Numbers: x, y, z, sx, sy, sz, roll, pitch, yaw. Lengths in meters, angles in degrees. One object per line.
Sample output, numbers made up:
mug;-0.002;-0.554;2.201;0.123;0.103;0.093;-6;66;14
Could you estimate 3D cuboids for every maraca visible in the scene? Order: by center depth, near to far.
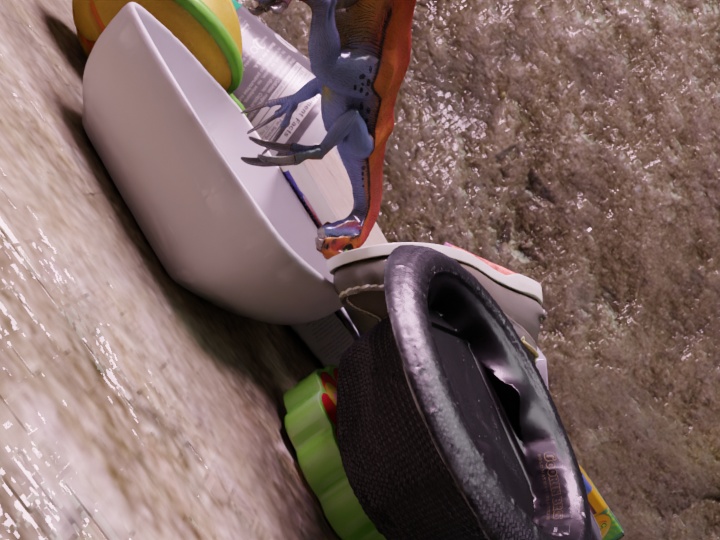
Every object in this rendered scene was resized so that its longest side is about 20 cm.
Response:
maraca;-0.147;-0.170;0.790;0.136;0.107;0.200;27;-17;12

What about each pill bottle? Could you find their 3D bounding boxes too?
pill bottle;-0.082;-0.152;0.981;0.200;0.113;0.113;38;8;-9

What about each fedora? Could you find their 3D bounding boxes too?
fedora;0.044;0.090;0.577;0.201;0.091;0.201;46;25;-29

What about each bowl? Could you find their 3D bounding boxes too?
bowl;-0.095;-0.051;0.670;0.200;0.074;0.200;57;4;18

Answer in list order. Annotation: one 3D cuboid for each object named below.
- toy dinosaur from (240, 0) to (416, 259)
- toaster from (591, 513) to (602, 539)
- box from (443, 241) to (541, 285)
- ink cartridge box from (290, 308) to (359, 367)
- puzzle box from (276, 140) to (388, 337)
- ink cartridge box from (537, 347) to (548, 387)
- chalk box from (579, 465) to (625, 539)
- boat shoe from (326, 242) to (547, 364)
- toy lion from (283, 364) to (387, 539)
toy dinosaur;-0.002;-0.094;0.616;0.182;0.199;0.105;61;29;-33
toaster;0.098;0.170;0.848;0.200;0.113;0.129;51;0;-22
box;0.094;0.069;0.977;0.095;0.100;0.200;23;-20;8
ink cartridge box;-0.046;0.015;0.905;0.200;0.040;0.200;54;5;-18
puzzle box;0.000;0.000;0.783;0.201;0.025;0.133;60;-13;-9
ink cartridge box;0.116;0.104;1.176;0.200;0.159;0.048;-89;173;-81
chalk box;0.190;0.250;1.126;0.200;0.125;0.124;53;5;-13
boat shoe;0.056;0.027;0.684;0.201;0.072;0.061;15;67;-47
toy lion;0.029;0.149;0.662;0.201;0.068;0.192;56;12;11
